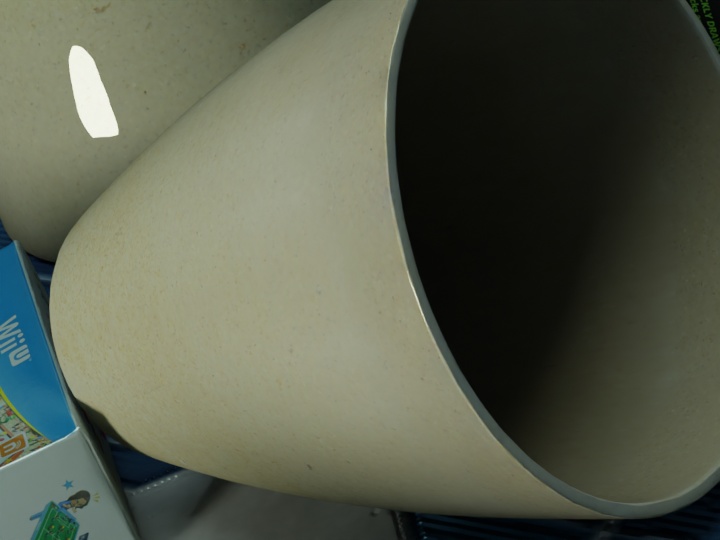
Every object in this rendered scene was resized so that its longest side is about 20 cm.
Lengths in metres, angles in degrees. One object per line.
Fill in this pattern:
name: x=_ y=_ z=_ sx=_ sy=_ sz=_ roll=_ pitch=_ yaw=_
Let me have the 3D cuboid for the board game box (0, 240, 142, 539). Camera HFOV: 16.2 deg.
board game box: x=-0.189 y=0.086 z=0.902 sx=0.200 sy=0.064 sz=0.148 roll=-25 pitch=31 yaw=-3

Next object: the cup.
cup: x=-0.091 y=-0.118 z=1.069 sx=0.200 sy=0.143 sz=0.200 roll=-18 pitch=31 yaw=12

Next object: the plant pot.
plant pot: x=0.000 y=0.000 z=0.816 sx=0.200 sy=0.187 sz=0.187 roll=-15 pitch=29 yaw=42

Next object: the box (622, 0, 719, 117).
box: x=0.170 y=-0.097 z=0.870 sx=0.200 sy=0.124 sz=0.149 roll=3 pitch=40 yaw=37
